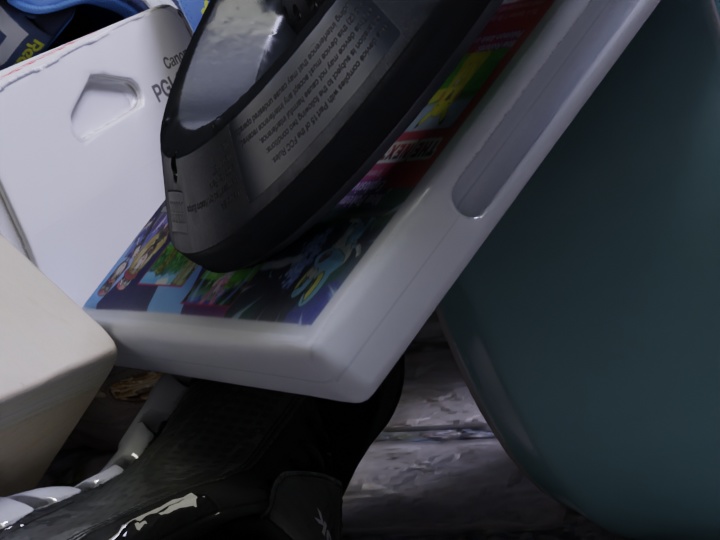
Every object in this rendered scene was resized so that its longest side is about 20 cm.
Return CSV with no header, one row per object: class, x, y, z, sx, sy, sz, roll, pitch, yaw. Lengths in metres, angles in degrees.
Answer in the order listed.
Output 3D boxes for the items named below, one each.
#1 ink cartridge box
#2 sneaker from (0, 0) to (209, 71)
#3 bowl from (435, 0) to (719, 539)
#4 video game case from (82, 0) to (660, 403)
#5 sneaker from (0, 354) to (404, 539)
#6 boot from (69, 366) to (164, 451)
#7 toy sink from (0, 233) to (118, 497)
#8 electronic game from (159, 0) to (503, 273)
ink cartridge box,-0.150,-0.003,0.841,0.200,0.085,0.146,-21,9,29
sneaker,-0.134,-0.114,0.909,0.200,0.082,0.074,24,-39,-23
bowl,0.084,-0.007,0.720,0.105,0.201,0.201,-21,12,20
video game case,0.012,-0.047,0.675,0.182,0.023,0.200,-53,18,-12
sneaker,-0.033,0.068,0.696,0.090,0.067,0.200,9,27,34
boot,0.000,0.000,0.890,0.186,0.064,0.200,-14,10,22
toy sink,-0.190,0.011,0.687,0.200,0.112,0.130,41,24,12
electronic game,0.012,-0.087,0.646,0.042,0.200,0.200,33,10,-15
